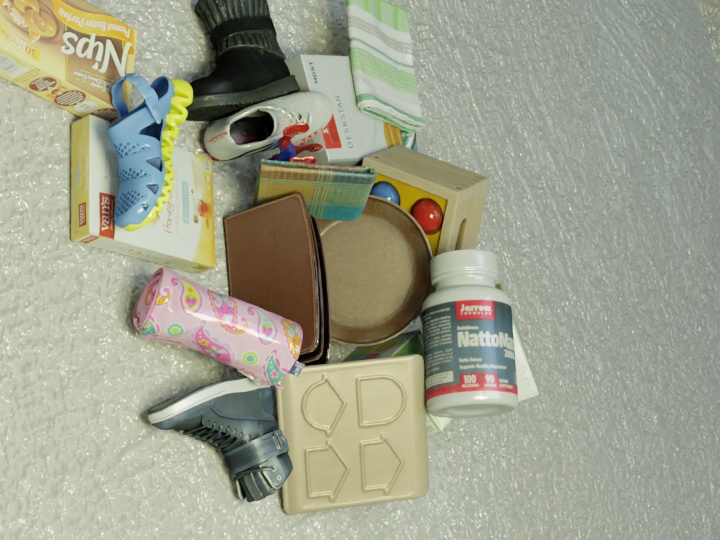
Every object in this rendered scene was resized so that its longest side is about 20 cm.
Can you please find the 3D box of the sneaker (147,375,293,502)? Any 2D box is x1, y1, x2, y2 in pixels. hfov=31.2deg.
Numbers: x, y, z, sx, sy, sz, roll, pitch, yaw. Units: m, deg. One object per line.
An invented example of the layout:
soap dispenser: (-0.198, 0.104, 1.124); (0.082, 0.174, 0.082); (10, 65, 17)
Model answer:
sneaker: (-0.156, 0.203, 1.504); (0.201, 0.076, 0.148); (-7, 80, -56)

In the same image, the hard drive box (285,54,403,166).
hard drive box: (-0.035, -0.221, 1.843); (0.199, 0.076, 0.158); (-12, 86, -55)

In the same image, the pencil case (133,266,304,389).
pencil case: (-0.162, 0.068, 1.491); (0.198, 0.087, 0.088); (25, 55, -22)

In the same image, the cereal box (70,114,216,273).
cereal box: (-0.254, -0.086, 1.519); (0.199, 0.039, 0.146); (17, 63, -50)

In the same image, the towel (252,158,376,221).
towel: (-0.060, -0.100, 1.616); (0.200, 0.144, 0.022); (116, -24, -75)

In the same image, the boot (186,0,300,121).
boot: (-0.178, -0.284, 1.669); (0.210, 0.079, 0.160); (-25, 95, -53)

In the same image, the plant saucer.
plant saucer: (0.000, 0.000, 1.735); (0.037, 0.198, 0.203); (40, 36, -86)

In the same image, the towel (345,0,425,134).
towel: (0.037, -0.312, 1.888); (0.148, 0.030, 0.203); (16, 62, -51)

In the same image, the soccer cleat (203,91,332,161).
soccer cleat: (-0.110, -0.190, 1.669); (0.198, 0.085, 0.069); (-20, 93, -30)

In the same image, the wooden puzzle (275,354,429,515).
wooden puzzle: (-0.011, 0.205, 1.636); (0.197, 0.046, 0.188); (-6, 99, -16)

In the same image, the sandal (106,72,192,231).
sandal: (-0.251, -0.140, 1.443); (0.087, 0.079, 0.203); (29, 55, -40)

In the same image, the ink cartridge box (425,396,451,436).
ink cartridge box: (0.103, 0.167, 1.793); (0.048, 0.145, 0.200); (53, 46, -5)

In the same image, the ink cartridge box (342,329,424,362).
ink cartridge box: (0.032, 0.134, 1.767); (0.200, 0.103, 0.060); (-38, 108, -53)

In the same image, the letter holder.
letter holder: (-0.083, 0.018, 1.623); (0.100, 0.141, 0.203); (12, 66, -51)

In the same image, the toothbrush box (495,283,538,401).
toothbrush box: (0.203, 0.113, 1.956); (0.200, 0.085, 0.147); (-70, 140, -82)

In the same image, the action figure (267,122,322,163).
action figure: (-0.070, -0.136, 1.660); (0.098, 0.200, 0.066); (-8, 82, -17)

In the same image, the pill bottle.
pill bottle: (0.139, 0.082, 1.665); (0.119, 0.119, 0.203); (16, 66, -50)

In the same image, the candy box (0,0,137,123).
candy box: (-0.344, -0.255, 1.450); (0.199, 0.055, 0.117); (27, 56, -47)

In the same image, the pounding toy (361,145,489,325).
pounding toy: (0.077, -0.042, 1.804); (0.142, 0.182, 0.203); (-25, 132, -55)

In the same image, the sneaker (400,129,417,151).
sneaker: (0.061, -0.154, 1.967); (0.091, 0.077, 0.203); (39, 49, -61)
